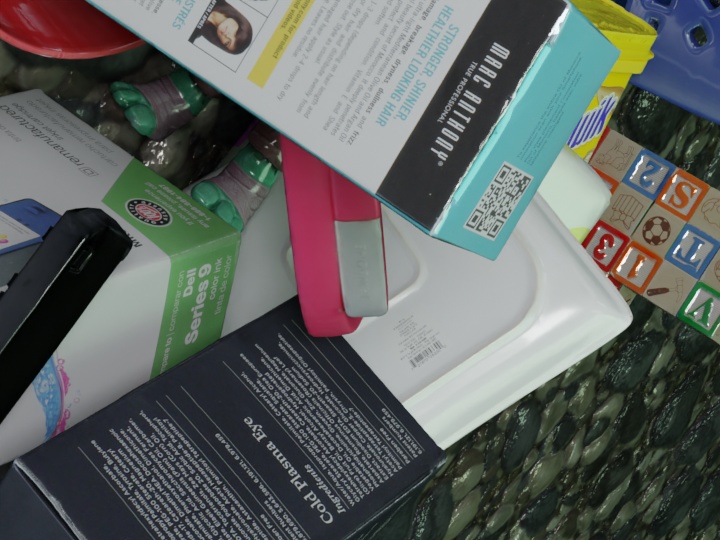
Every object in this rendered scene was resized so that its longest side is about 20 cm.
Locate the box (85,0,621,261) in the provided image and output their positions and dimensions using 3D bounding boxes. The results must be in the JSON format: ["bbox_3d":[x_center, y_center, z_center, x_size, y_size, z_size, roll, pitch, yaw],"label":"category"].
[{"bbox_3d":[-0.017,-0.090,0.578,0.083,0.200,0.049,-58,151,7],"label":"box"}]

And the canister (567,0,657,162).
[{"bbox_3d":[0.094,-0.082,1.102,0.148,0.086,0.201,-7,127,-54],"label":"canister"}]

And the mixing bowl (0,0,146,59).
[{"bbox_3d":[-0.113,-0.193,0.645,0.200,0.108,0.201,-38,147,-30],"label":"mixing bowl"}]

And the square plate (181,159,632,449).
[{"bbox_3d":[0.000,0.000,0.853,0.199,0.199,0.028,-33,157,-3],"label":"square plate"}]

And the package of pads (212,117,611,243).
[{"bbox_3d":[0.032,-0.047,0.975,0.200,0.068,0.155,39,87,-28],"label":"package of pads"}]

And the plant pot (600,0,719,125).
[{"bbox_3d":[0.284,-0.208,1.151,0.199,0.199,0.181,-18,129,-47],"label":"plant pot"}]

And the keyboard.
[{"bbox_3d":[-0.161,0.052,0.617,0.201,0.039,0.104,-55,175,-5],"label":"keyboard"}]

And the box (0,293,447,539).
[{"bbox_3d":[-0.091,0.133,0.744,0.182,0.104,0.200,-31,165,-49],"label":"box"}]

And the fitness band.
[{"bbox_3d":[-0.011,-0.065,0.697,0.037,0.144,0.201,-3,129,1],"label":"fitness band"}]

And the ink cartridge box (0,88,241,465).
[{"bbox_3d":[-0.172,0.007,0.724,0.199,0.145,0.088,-22,137,-45],"label":"ink cartridge box"}]

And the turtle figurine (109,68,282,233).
[{"bbox_3d":[-0.019,-0.118,0.835,0.200,0.150,0.101,-43,148,5],"label":"turtle figurine"}]

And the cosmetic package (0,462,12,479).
[{"bbox_3d":[-0.229,0.160,0.841,0.090,0.107,0.201,-13,132,-53],"label":"cosmetic package"}]

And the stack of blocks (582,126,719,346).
[{"bbox_3d":[0.185,-0.022,1.180,0.116,0.199,0.058,-58,150,3],"label":"stack of blocks"}]
